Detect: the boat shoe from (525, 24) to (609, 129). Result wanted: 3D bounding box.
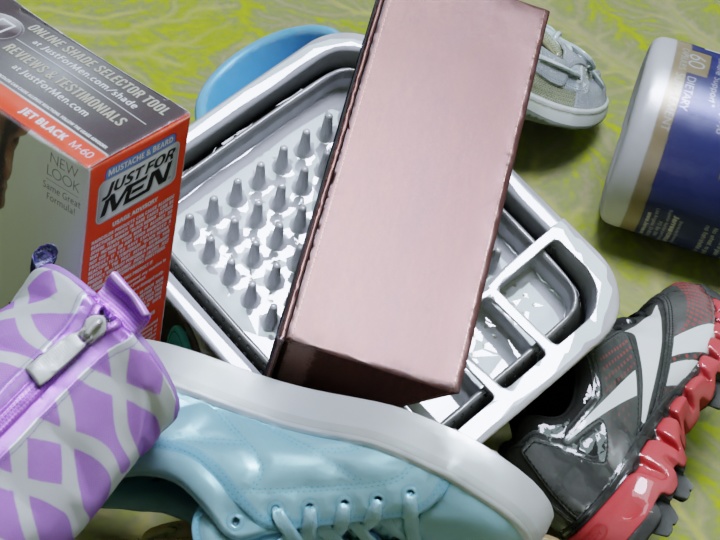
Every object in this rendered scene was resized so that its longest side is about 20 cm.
[{"bbox_3d":[0.087,-0.125,1.069,0.074,0.065,0.201,23,10,39],"label":"boat shoe"}]

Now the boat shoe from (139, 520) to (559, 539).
[{"bbox_3d":[0.004,0.128,0.777,0.198,0.074,0.063,1,39,-13],"label":"boat shoe"}]

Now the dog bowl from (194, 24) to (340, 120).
[{"bbox_3d":[-0.035,-0.062,0.968,0.111,0.050,0.201,-22,36,9],"label":"dog bowl"}]

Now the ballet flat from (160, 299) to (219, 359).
[{"bbox_3d":[-0.074,0.037,0.871,0.069,0.070,0.201,-7,44,-24],"label":"ballet flat"}]

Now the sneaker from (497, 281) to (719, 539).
[{"bbox_3d":[0.123,0.055,0.891,0.098,0.071,0.201,37,41,0],"label":"sneaker"}]

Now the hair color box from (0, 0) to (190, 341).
[{"bbox_3d":[-0.142,-0.002,0.789,0.110,0.201,0.064,32,42,24],"label":"hair color box"}]

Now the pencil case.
[{"bbox_3d":[-0.148,0.085,0.656,0.084,0.085,0.200,43,64,-4],"label":"pencil case"}]

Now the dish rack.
[{"bbox_3d":[0.000,0.000,0.842,0.171,0.044,0.200,-37,74,-23],"label":"dish rack"}]

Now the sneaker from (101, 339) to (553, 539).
[{"bbox_3d":[-0.025,0.094,0.731,0.198,0.074,0.083,14,65,20],"label":"sneaker"}]

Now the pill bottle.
[{"bbox_3d":[0.244,-0.052,1.037,0.198,0.112,0.111,17,38,5],"label":"pill bottle"}]

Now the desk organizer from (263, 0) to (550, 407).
[{"bbox_3d":[0.020,-0.031,0.798,0.076,0.072,0.202,17,61,-2],"label":"desk organizer"}]
